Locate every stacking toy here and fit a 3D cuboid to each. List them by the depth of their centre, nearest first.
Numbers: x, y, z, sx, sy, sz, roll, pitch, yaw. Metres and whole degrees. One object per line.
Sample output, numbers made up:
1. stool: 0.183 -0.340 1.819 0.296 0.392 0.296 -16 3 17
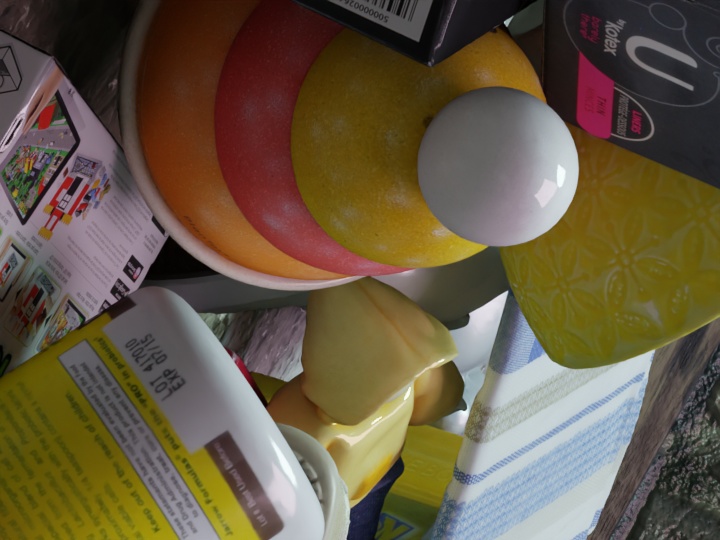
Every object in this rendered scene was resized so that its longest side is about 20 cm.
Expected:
1. stacking toy: 0.017 -0.044 0.951 0.146 0.146 0.200 -62 -151 2

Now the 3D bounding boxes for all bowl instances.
1. bowl: 0.116 -0.069 1.060 0.200 0.108 0.200 -37 -167 10

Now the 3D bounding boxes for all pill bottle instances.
1. pill bottle: -0.119 0.100 0.967 0.200 0.109 0.109 -33 161 -9

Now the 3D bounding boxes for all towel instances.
1. towel: 0.078 0.063 1.226 0.147 0.024 0.200 -29 143 -47

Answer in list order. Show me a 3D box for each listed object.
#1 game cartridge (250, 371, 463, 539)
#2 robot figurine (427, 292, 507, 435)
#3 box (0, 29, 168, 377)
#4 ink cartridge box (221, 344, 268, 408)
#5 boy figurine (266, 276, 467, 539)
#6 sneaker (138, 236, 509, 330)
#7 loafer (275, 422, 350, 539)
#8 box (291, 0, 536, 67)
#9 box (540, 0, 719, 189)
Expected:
1. game cartridge: -0.025 0.125 1.321 0.200 0.176 0.032 -47 146 -48
2. robot figurine: 0.037 -0.005 1.418 0.200 0.113 0.170 -9 86 -73
3. box: -0.123 -0.005 1.002 0.110 0.035 0.200 -60 166 -9
4. ink cartridge box: -0.120 0.118 1.149 0.200 0.083 0.145 -58 165 -12
5. boy figurine: -0.001 0.069 1.158 0.124 0.064 0.200 -30 152 -32
6. sneaker: 0.000 0.000 1.168 0.073 0.200 0.085 -112 -166 -49
7. loafer: -0.063 0.138 1.083 0.200 0.076 0.068 -59 165 20
8. box: 0.016 -0.169 0.944 0.200 0.148 0.124 -38 152 -61
9. box: 0.147 -0.137 0.944 0.200 0.106 0.122 -59 165 -22
